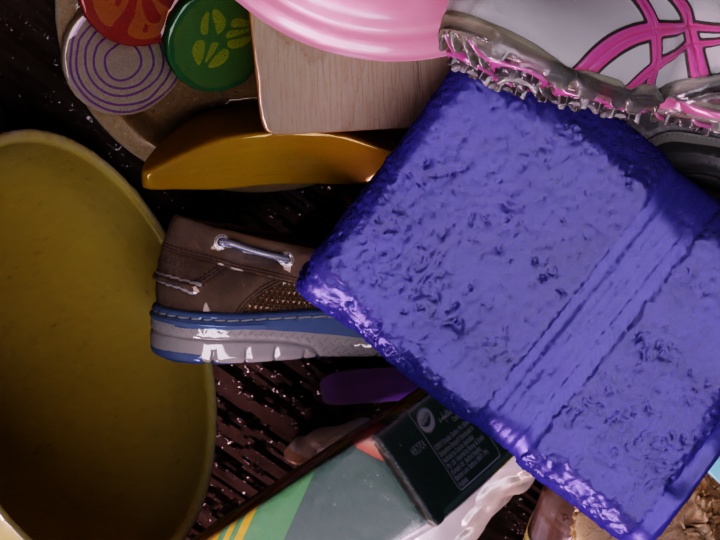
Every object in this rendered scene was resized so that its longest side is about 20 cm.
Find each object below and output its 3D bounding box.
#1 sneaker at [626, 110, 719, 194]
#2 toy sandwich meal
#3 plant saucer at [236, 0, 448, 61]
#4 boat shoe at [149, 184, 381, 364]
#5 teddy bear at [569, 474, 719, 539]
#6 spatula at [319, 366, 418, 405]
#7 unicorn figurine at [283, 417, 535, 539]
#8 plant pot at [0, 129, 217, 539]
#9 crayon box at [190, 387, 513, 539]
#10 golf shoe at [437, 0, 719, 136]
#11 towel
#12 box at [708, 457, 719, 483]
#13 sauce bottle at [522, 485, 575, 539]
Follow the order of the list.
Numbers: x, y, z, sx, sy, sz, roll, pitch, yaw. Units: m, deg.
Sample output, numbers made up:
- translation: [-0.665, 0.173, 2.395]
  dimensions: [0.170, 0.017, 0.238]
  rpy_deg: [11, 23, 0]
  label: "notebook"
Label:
- translation: [0.186, -0.071, 1.176]
  dimensions: [0.199, 0.074, 0.088]
  rpy_deg: [-19, 84, 2]
  label: "sneaker"
- translation: [-0.034, -0.108, 1.149]
  dimensions: [0.204, 0.070, 0.206]
  rpy_deg: [-3, 120, -6]
  label: "toy sandwich meal"
- translation: [0.014, -0.188, 1.069]
  dimensions: [0.199, 0.051, 0.202]
  rpy_deg: [0, 89, 0]
  label: "plant saucer"
- translation: [0.000, 0.000, 1.200]
  dimensions: [0.199, 0.072, 0.073]
  rpy_deg: [-4, 102, -32]
  label: "boat shoe"
- translation: [0.160, 0.180, 1.246]
  dimensions: [0.145, 0.067, 0.200]
  rpy_deg: [-44, 98, -7]
  label: "teddy bear"
- translation: [0.077, 0.033, 1.266]
  dimensions: [0.199, 0.021, 0.057]
  rpy_deg: [-19, 161, -3]
  label: "spatula"
- translation: [0.030, 0.124, 1.297]
  dimensions: [0.136, 0.074, 0.201]
  rpy_deg: [1, 137, -6]
  label: "unicorn figurine"
- translation: [-0.179, 0.052, 1.172]
  dimensions: [0.141, 0.201, 0.200]
  rpy_deg: [-16, 124, 30]
  label: "plant pot"
- translation: [-0.029, 0.121, 1.193]
  dimensions: [0.200, 0.127, 0.051]
  rpy_deg: [-35, 89, 28]
  label: "crayon box"
- translation: [0.112, -0.105, 1.067]
  dimensions: [0.199, 0.072, 0.093]
  rpy_deg: [5, 98, -40]
  label: "golf shoe"
- translation: [0.089, 0.007, 1.138]
  dimensions: [0.200, 0.050, 0.148]
  rpy_deg: [37, 98, -8]
  label: "towel"
- translation: [0.118, 0.011, 1.203]
  dimensions: [0.200, 0.082, 0.049]
  rpy_deg: [42, 106, -10]
  label: "box"
- translation: [0.112, 0.144, 1.316]
  dimensions: [0.064, 0.065, 0.201]
  rpy_deg: [10, 118, -13]
  label: "sauce bottle"
